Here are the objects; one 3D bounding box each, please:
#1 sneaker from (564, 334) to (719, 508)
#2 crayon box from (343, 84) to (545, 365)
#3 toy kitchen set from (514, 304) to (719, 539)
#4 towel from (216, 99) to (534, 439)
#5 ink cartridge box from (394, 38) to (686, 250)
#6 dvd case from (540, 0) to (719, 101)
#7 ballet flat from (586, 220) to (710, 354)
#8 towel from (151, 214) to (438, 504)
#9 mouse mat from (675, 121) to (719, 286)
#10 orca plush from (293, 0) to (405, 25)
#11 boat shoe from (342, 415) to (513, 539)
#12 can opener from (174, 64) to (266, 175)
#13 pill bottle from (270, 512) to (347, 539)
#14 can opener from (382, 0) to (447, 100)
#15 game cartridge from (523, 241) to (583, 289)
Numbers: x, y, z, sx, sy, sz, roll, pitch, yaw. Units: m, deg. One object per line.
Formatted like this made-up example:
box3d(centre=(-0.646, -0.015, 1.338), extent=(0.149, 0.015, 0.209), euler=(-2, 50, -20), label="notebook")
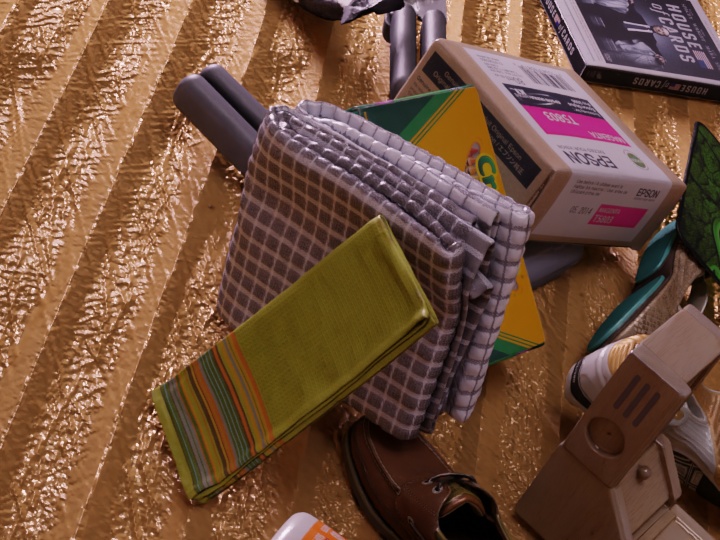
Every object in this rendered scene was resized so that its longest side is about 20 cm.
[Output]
box3d(centre=(0.234, 0.120, 1.138), extent=(0.200, 0.088, 0.076), euler=(43, 56, -18), label="sneaker")
box3d(centre=(0.051, -0.024, 1.122), extent=(0.118, 0.058, 0.201), euler=(-16, 90, -39), label="crayon box")
box3d(centre=(0.201, 0.174, 0.978), extent=(0.200, 0.181, 0.163), euler=(43, 43, 16), label="toy kitchen set")
box3d(centre=(0.000, 0.000, 1.028), extent=(0.200, 0.166, 0.085), euler=(32, 31, 29), label="towel")
box3d(centre=(0.147, -0.100, 1.261), extent=(0.200, 0.075, 0.165), euler=(2, 41, -49), label="ink cartridge box")
box3d(centre=(0.285, -0.236, 1.575), extent=(0.199, 0.025, 0.151), euler=(4, 46, -25), label="dvd case")
box3d(centre=(0.244, 0.029, 1.246), extent=(0.065, 0.070, 0.200), euler=(46, 45, -4), label="ballet flat")
box3d(centre=(-0.046, 0.056, 0.959), extent=(0.018, 0.200, 0.086), euler=(22, 35, -56), label="towel")
box3d(centre=(0.331, -0.030, 1.345), extent=(0.161, 0.008, 0.200), euler=(47, 35, -15), label="mouse mat")
box3d(centre=(-0.020, -0.263, 1.393), extent=(0.200, 0.105, 0.071), euler=(35, -6, 44), label="orca plush")
box3d(centre=(0.059, 0.159, 0.999), extent=(0.072, 0.068, 0.200), euler=(-13, 53, -35), label="boat shoe")
box3d(centre=(-0.054, -0.090, 1.184), extent=(0.200, 0.067, 0.053), euler=(45, 42, 8), label="can opener")
box3d(centre=(0.016, 0.234, 0.866), extent=(0.200, 0.110, 0.110), euler=(33, 40, 7), label="pill bottle")
box3d(centre=(0.048, -0.198, 1.366), extent=(0.053, 0.067, 0.200), euler=(9, 44, -7), label="can opener")
box3d(centre=(0.074, -0.058, 1.262), extent=(0.133, 0.041, 0.200), euler=(-27, 64, -40), label="game cartridge")
